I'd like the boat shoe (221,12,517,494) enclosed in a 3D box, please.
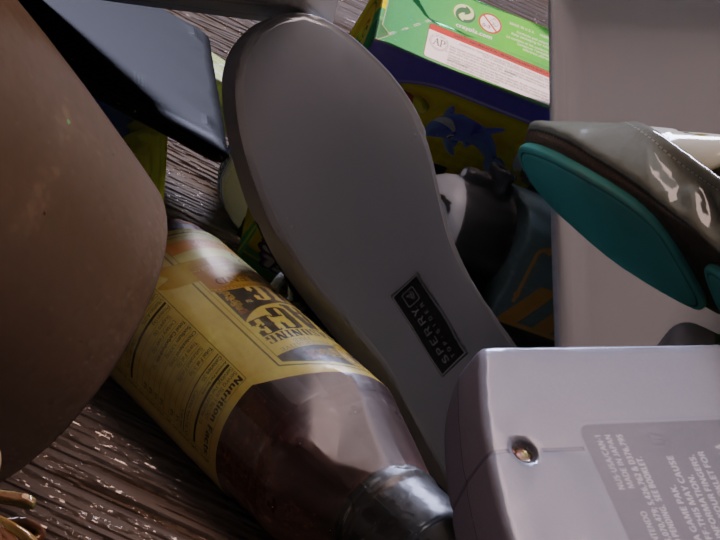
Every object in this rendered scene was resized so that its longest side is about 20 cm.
[{"bbox_3d":[0.002,-0.001,0.840,0.200,0.074,0.068,56,-24,-19],"label":"boat shoe"}]

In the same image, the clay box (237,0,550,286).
[{"bbox_3d":[0.024,-0.036,0.995,0.115,0.200,0.048,20,52,-11],"label":"clay box"}]

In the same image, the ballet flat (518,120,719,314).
[{"bbox_3d":[0.134,-0.011,0.800,0.200,0.064,0.067,42,-13,47],"label":"ballet flat"}]

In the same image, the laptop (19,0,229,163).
[{"bbox_3d":[-0.167,-0.071,0.889,0.200,0.116,0.187,28,14,-14],"label":"laptop"}]

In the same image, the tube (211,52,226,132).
[{"bbox_3d":[-0.095,-0.092,1.091,0.058,0.052,0.200,-20,24,-30],"label":"tube"}]

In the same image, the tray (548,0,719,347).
[{"bbox_3d":[0.118,-0.017,0.903,0.107,0.201,0.022,-1,-1,-22],"label":"tray"}]

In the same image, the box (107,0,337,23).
[{"bbox_3d":[-0.087,-0.158,0.756,0.124,0.098,0.200,10,-7,20],"label":"box"}]

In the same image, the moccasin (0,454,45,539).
[{"bbox_3d":[-0.097,0.082,0.536,0.201,0.074,0.078,23,6,0],"label":"moccasin"}]

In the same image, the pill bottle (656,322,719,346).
[{"bbox_3d":[0.178,0.109,0.820,0.200,0.111,0.111,26,15,2],"label":"pill bottle"}]

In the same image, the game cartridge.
[{"bbox_3d":[0.102,0.108,0.684,0.133,0.041,0.200,4,47,-31],"label":"game cartridge"}]

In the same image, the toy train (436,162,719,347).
[{"bbox_3d":[0.091,0.027,0.951,0.200,0.114,0.085,20,15,-23],"label":"toy train"}]

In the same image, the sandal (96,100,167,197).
[{"bbox_3d":[-0.121,-0.042,0.937,0.087,0.080,0.200,6,16,-8],"label":"sandal"}]

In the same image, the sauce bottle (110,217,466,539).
[{"bbox_3d":[-0.024,0.052,0.776,0.066,0.066,0.200,10,22,-46],"label":"sauce bottle"}]

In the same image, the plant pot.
[{"bbox_3d":[-0.151,-0.029,0.643,0.175,0.200,0.200,37,8,-27],"label":"plant pot"}]

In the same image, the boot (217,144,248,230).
[{"bbox_3d":[0.029,-0.031,1.123,0.200,0.073,0.090,23,21,-9],"label":"boot"}]
